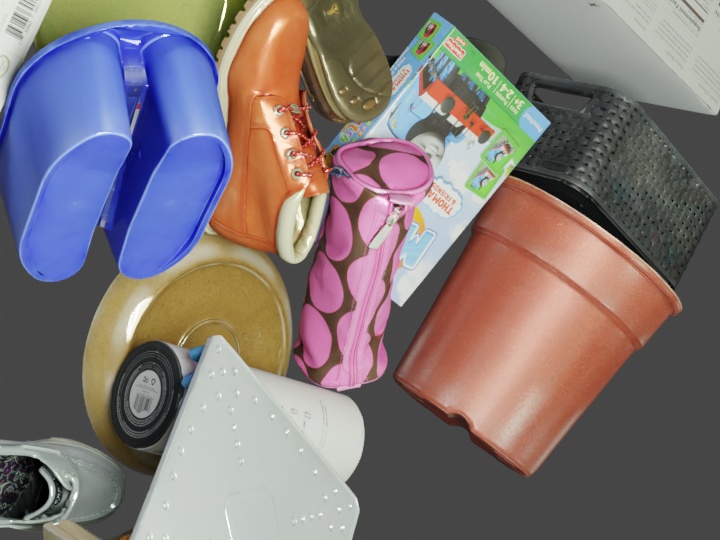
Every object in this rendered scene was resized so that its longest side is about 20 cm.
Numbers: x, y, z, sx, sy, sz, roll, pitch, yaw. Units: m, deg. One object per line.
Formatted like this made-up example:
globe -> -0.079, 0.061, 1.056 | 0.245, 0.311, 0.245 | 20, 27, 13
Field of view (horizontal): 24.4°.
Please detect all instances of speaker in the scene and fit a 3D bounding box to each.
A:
speaker -> -0.088, 0.113, 1.262 | 0.199, 0.081, 0.082 | 20, 89, -45

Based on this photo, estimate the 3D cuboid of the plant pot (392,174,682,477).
plant pot -> 0.139, 0.056, 1.430 | 0.196, 0.200, 0.201 | -54, 133, -5

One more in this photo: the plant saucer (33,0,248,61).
plant saucer -> -0.154, -0.195, 1.175 | 0.198, 0.031, 0.203 | -15, 114, -38

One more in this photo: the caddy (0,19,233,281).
caddy -> -0.167, -0.081, 1.104 | 0.140, 0.106, 0.201 | -1, 145, -27

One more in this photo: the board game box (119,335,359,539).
board game box -> -0.082, 0.183, 1.153 | 0.201, 0.026, 0.201 | 53, 37, -32

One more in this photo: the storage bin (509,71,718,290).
storage bin -> 0.211, -0.077, 1.480 | 0.200, 0.134, 0.094 | 39, 76, -43

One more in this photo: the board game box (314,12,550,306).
board game box -> 0.046, -0.086, 1.357 | 0.201, 0.037, 0.151 | -50, 133, 4

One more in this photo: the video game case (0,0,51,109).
video game case -> -0.300, -0.140, 1.032 | 0.180, 0.036, 0.202 | 25, 88, -38

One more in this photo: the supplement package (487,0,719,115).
supplement package -> 0.219, -0.236, 1.426 | 0.199, 0.155, 0.112 | 34, 79, -44

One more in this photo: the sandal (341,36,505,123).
sandal -> 0.053, -0.149, 1.373 | 0.198, 0.045, 0.076 | -12, 111, -41

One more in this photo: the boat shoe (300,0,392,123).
boat shoe -> -0.039, -0.206, 1.257 | 0.072, 0.067, 0.202 | -24, 102, -33

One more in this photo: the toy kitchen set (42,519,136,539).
toy kitchen set -> -0.134, 0.231, 1.205 | 0.179, 0.199, 0.165 | -21, 119, -37

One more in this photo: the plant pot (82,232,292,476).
plant pot -> -0.124, 0.066, 1.288 | 0.199, 0.027, 0.203 | -15, 112, -40

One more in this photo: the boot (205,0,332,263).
boot -> -0.056, -0.104, 1.210 | 0.075, 0.107, 0.202 | -21, 132, -51

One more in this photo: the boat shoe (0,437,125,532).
boat shoe -> -0.238, 0.156, 1.176 | 0.200, 0.071, 0.071 | 16, 92, -45

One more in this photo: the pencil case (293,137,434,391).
pencil case -> 0.000, 0.000, 1.292 | 0.090, 0.094, 0.202 | -6, 127, -24
